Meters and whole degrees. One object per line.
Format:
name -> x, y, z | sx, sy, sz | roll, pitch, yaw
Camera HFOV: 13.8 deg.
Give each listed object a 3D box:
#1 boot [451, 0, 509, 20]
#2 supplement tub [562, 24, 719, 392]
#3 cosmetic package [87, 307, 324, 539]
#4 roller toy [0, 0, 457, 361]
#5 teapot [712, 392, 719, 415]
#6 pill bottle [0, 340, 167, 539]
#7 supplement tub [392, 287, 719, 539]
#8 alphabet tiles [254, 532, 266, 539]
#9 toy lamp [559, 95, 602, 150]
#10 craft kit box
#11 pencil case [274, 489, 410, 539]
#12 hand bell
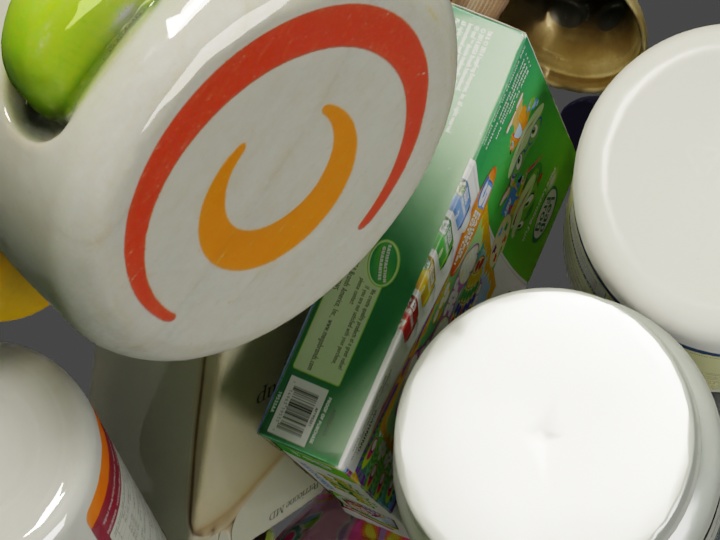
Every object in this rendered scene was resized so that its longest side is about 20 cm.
boot -> 0.034, -0.181, 1.225 | 0.154, 0.073, 0.201 | 4, 111, -56
supplement tub -> 0.166, -0.022, 1.352 | 0.145, 0.145, 0.200 | -55, 173, -7
cosmetic package -> -0.057, 0.021, 1.275 | 0.103, 0.073, 0.201 | -32, 142, -43
roller toy -> -0.070, -0.072, 1.085 | 0.182, 0.140, 0.201 | -25, 141, -31
teapot -> 0.171, 0.127, 1.451 | 0.197, 0.147, 0.200 | -32, -174, 20
pill bottle -> -0.134, 0.121, 1.206 | 0.110, 0.109, 0.200 | -49, 151, -17
supplement tub -> 0.090, 0.090, 1.277 | 0.141, 0.140, 0.200 | -55, 163, -6
alphabet tiles -> -0.106, 0.172, 1.418 | 0.167, 0.008, 0.201 | -17, 131, -52
toy lamp -> 0.185, -0.110, 1.564 | 0.200, 0.058, 0.058 | -37, 146, -37
craft kit box -> 0.030, 0.007, 1.307 | 0.198, 0.048, 0.201 | 55, 58, -75
pencil case -> -0.006, 0.150, 1.435 | 0.200, 0.087, 0.088 | -45, 151, -7
hand bell -> 0.128, -0.189, 1.380 | 0.201, 0.104, 0.104 | -57, 156, -30
